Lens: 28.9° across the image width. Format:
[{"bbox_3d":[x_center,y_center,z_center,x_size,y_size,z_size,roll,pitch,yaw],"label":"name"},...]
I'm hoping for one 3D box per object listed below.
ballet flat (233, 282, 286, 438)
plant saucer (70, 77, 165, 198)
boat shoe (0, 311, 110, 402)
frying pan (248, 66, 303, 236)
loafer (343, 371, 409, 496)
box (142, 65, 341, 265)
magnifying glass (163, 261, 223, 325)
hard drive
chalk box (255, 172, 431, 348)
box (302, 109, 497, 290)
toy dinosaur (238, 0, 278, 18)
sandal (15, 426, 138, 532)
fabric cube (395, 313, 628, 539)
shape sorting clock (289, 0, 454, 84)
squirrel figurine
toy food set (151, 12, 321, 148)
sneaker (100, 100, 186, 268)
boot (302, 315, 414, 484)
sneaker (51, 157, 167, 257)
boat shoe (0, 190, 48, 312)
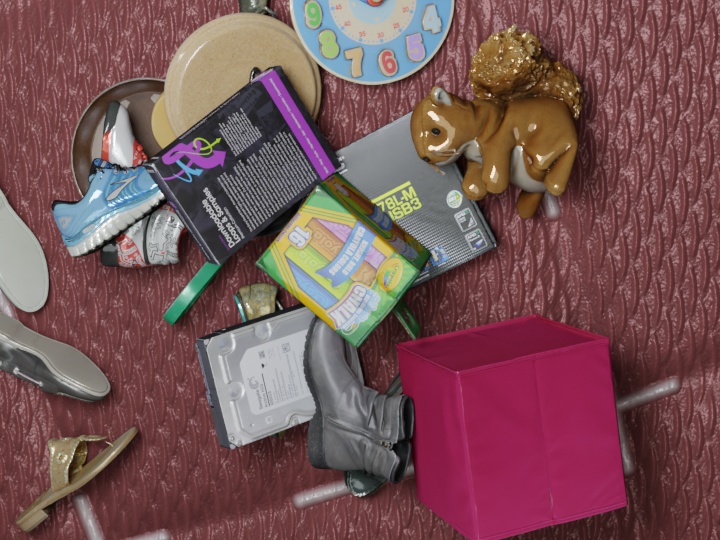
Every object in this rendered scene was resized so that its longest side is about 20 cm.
[{"bbox_3d":[-0.103,0.111,1.749,0.070,0.071,0.201,-13,98,9],"label":"ballet flat"},{"bbox_3d":[-0.259,-0.139,1.736,0.200,0.034,0.201,1,99,7],"label":"plant saucer"},{"bbox_3d":[-0.412,0.120,1.789,0.200,0.067,0.057,30,118,6],"label":"boat shoe"},{"bbox_3d":[-0.137,-0.132,1.656,0.115,0.031,0.190,-27,105,-14],"label":"frying pan"},{"bbox_3d":[0.033,0.200,1.745,0.072,0.063,0.200,29,102,1],"label":"loafer"},{"bbox_3d":[-0.134,-0.122,1.612,0.200,0.036,0.143,-41,112,-23],"label":"box"},{"bbox_3d":[-0.177,-0.014,1.734,0.022,0.080,0.200,40,92,-2],"label":"magnifying glass"},{"bbox_3d":[-0.094,0.120,1.702,0.200,0.038,0.140,-17,99,-29],"label":"hard drive"},{"bbox_3d":[0.000,0.000,1.638,0.200,0.125,0.124,39,104,-1],"label":"chalk box"},{"bbox_3d":[0.038,-0.074,1.706,0.200,0.048,0.194,-26,97,10],"label":"box"},{"bbox_3d":[-0.113,-0.356,1.676,0.088,0.047,0.201,-7,96,15],"label":"toy dinosaur"},{"bbox_3d":[-0.385,0.251,1.797,0.212,0.078,0.070,-41,99,17],"label":"sandal"},{"bbox_3d":[0.174,0.177,1.631,0.199,0.196,0.200,-11,99,-17],"label":"fabric cube"},{"bbox_3d":[0.015,-0.320,1.649,0.199,0.039,0.201,-1,96,-10],"label":"shape sorting clock"},{"bbox_3d":[0.156,-0.180,1.627,0.186,0.142,0.201,19,84,-5],"label":"squirrel figurine"},{"bbox_3d":[-0.140,-0.209,1.671,0.197,0.049,0.201,15,104,-23],"label":"toy food set"},{"bbox_3d":[-0.259,-0.103,1.696,0.108,0.067,0.202,1,94,-5],"label":"sneaker"},{"bbox_3d":[0.005,0.147,1.657,0.131,0.070,0.201,2,100,32],"label":"boot"},{"bbox_3d":[-0.274,-0.101,1.624,0.200,0.078,0.090,-35,94,-2],"label":"sneaker"},{"bbox_3d":[-0.463,-0.038,1.775,0.062,0.073,0.200,-10,111,52],"label":"boat shoe"}]
